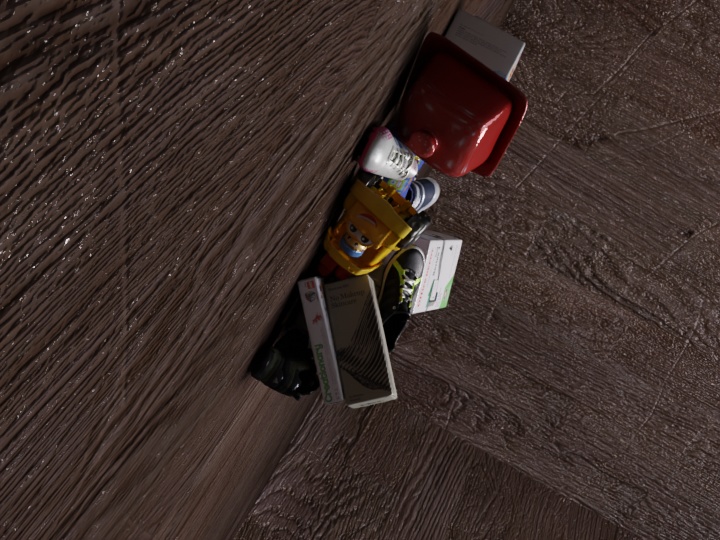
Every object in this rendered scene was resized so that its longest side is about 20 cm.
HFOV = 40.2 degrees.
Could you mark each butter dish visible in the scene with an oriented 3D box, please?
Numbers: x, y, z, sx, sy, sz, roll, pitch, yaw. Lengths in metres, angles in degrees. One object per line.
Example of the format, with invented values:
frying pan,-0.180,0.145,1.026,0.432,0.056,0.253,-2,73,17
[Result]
butter dish,0.131,-0.230,1.546,0.148,0.199,0.201,-46,168,-36

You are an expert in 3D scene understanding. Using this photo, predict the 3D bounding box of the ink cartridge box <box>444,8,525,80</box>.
ink cartridge box,0.195,-0.351,1.842,0.201,0.144,0.145,-62,176,-8

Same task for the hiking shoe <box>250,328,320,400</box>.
hiking shoe,-0.110,0.161,1.599,0.076,0.101,0.200,-48,178,17

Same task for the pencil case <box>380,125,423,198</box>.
pencil case,0.052,-0.152,1.719,0.078,0.086,0.201,-91,-160,-51

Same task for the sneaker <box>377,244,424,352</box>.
sneaker,0.069,0.056,1.658,0.083,0.071,0.202,21,-94,57

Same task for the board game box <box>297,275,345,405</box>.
board game box,-0.058,0.110,1.606,0.126,0.034,0.202,1,76,-86

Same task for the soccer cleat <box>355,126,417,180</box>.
soccer cleat,0.049,-0.176,1.515,0.070,0.086,0.200,-62,176,10

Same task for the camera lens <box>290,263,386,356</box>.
camera lens,-0.021,0.068,1.756,0.201,0.159,0.160,-62,176,2

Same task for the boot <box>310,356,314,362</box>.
boot,-0.087,0.145,2.039,0.158,0.079,0.212,-66,173,-55

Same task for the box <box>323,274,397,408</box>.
box,0.000,0.115,1.591,0.068,0.081,0.202,50,27,-75

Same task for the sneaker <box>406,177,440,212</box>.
sneaker,0.052,-0.104,1.853,0.200,0.070,0.108,-41,165,28

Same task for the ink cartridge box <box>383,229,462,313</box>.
ink cartridge box,0.114,0.000,1.901,0.200,0.084,0.148,-7,111,-67

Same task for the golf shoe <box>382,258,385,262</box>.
golf shoe,0.000,0.000,1.868,0.092,0.075,0.201,-53,170,-46

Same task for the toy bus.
toy bus,0.001,-0.056,1.590,0.192,0.136,0.200,-47,177,10
